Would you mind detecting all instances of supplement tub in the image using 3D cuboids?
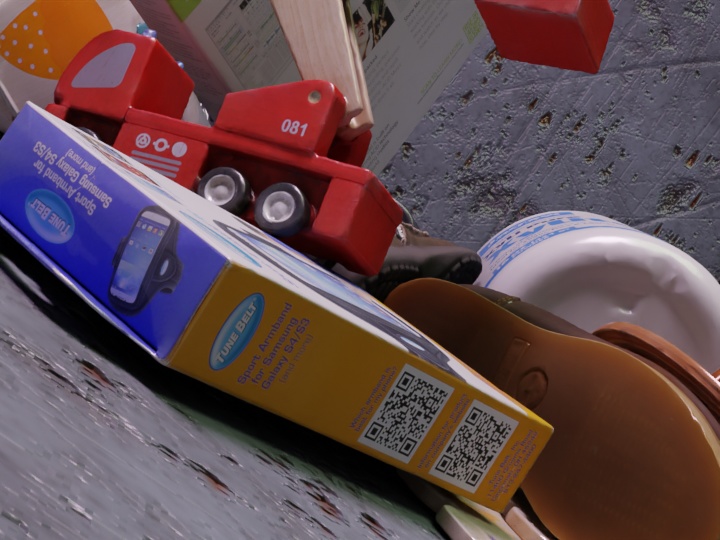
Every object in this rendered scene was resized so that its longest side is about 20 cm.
[{"bbox_3d":[0.111,0.038,0.929,0.132,0.132,0.200,36,4,-3],"label":"supplement tub"}]

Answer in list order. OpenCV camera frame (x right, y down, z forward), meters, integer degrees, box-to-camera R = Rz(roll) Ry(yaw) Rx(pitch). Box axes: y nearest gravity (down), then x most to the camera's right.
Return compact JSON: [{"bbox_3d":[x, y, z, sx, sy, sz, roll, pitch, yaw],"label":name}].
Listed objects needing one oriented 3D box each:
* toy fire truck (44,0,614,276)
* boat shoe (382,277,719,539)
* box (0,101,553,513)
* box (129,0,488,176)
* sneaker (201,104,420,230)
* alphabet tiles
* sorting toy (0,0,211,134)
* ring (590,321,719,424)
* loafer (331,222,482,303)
[{"bbox_3d":[-0.018,-0.074,0.722,0.200,0.141,0.049,16,-14,23],"label":"toy fire truck"},{"bbox_3d":[0.085,0.057,0.702,0.070,0.070,0.200,25,9,-39],"label":"boat shoe"},{"bbox_3d":[-0.035,0.011,0.605,0.119,0.041,0.200,36,2,42],"label":"box"},{"bbox_3d":[-0.023,-0.128,0.826,0.036,0.144,0.200,23,-22,37],"label":"box"},{"bbox_3d":[-0.053,-0.037,1.057,0.200,0.072,0.083,37,-20,9],"label":"sneaker"},{"bbox_3d":[0.091,0.116,0.681,0.196,0.015,0.200,34,4,-25],"label":"alphabet tiles"},{"bbox_3d":[-0.109,-0.079,0.883,0.180,0.107,0.200,55,-4,-23],"label":"sorting toy"},{"bbox_3d":[0.154,0.102,0.731,0.200,0.019,0.200,54,-11,16],"label":"ring"},{"bbox_3d":[0.000,0.000,0.841,0.071,0.073,0.200,36,3,15],"label":"loafer"}]
